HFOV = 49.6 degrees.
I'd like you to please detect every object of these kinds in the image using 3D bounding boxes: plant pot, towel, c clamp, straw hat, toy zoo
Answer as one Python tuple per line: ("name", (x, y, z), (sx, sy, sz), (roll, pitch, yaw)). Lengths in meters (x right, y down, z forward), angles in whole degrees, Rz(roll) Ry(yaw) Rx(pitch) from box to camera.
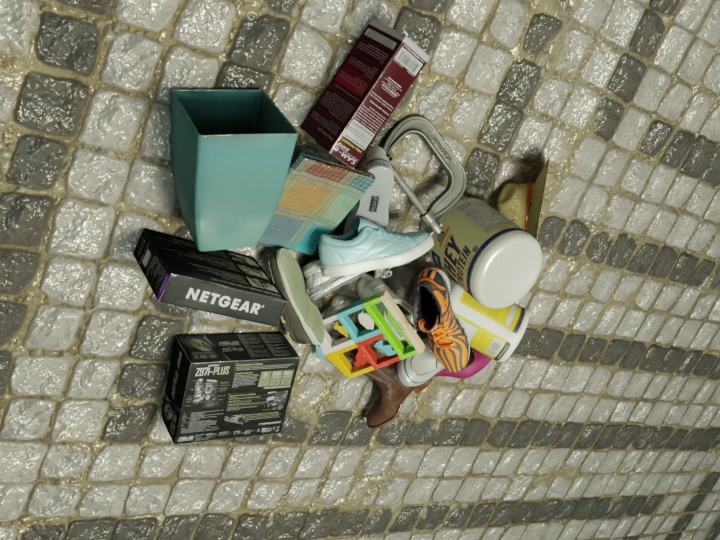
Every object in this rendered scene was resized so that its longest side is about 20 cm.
("plant pot", (-0.192, -0.137, 1.119), (0.140, 0.142, 0.201), (-7, 129, -28))
("towel", (-0.085, -0.097, 1.226), (0.146, 0.022, 0.200), (11, 138, -36))
("c clamp", (0.097, -0.150, 1.319), (0.170, 0.027, 0.201), (-38, 110, -9))
("straw hat", (0.298, -0.115, 1.461), (0.084, 0.201, 0.203), (8, 123, 13))
("toy zoo", (-0.001, 0.121, 1.387), (0.199, 0.021, 0.132), (-24, 111, 32))

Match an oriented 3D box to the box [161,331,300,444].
("box", (-0.223, 0.198, 1.334), (0.198, 0.086, 0.165), (0, 118, -32))

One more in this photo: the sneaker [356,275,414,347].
("sneaker", (0.070, 0.101, 1.438), (0.074, 0.116, 0.200), (-41, 132, -5))

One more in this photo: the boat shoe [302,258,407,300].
("boat shoe", (0.000, 0.000, 1.345), (0.200, 0.074, 0.065), (-12, 81, -23))

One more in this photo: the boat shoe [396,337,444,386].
("boat shoe", (0.140, 0.153, 1.484), (0.067, 0.074, 0.200), (-30, -177, 38))

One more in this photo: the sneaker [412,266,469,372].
("sneaker", (0.132, 0.103, 1.362), (0.077, 0.112, 0.202), (-15, 104, 22))

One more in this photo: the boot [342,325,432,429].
("boot", (0.012, 0.205, 1.502), (0.199, 0.064, 0.187), (33, 110, -29))

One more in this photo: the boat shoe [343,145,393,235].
("boat shoe", (0.011, -0.118, 1.297), (0.071, 0.066, 0.201), (1, 139, -7))

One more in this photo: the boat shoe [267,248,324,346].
("boat shoe", (-0.120, 0.051, 1.318), (0.060, 0.072, 0.202), (-7, 127, 19))

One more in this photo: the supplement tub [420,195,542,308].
("supplement tub", (0.208, -0.040, 1.379), (0.144, 0.200, 0.146), (-15, 125, -23))

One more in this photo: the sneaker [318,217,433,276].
("sneaker", (0.026, -0.049, 1.276), (0.198, 0.074, 0.083), (-15, 109, -17))

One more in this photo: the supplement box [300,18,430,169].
("supplement box", (0.004, -0.267, 1.175), (0.061, 0.109, 0.201), (28, 102, -40))

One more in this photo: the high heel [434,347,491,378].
("high heel", (0.186, 0.176, 1.583), (0.198, 0.068, 0.097), (-22, 138, -15))

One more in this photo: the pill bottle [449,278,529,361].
("pill bottle", (0.205, 0.077, 1.457), (0.199, 0.112, 0.113), (29, 104, 1))

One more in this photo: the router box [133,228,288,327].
("router box", (-0.226, 0.011, 1.176), (0.199, 0.149, 0.051), (16, 108, -37))
